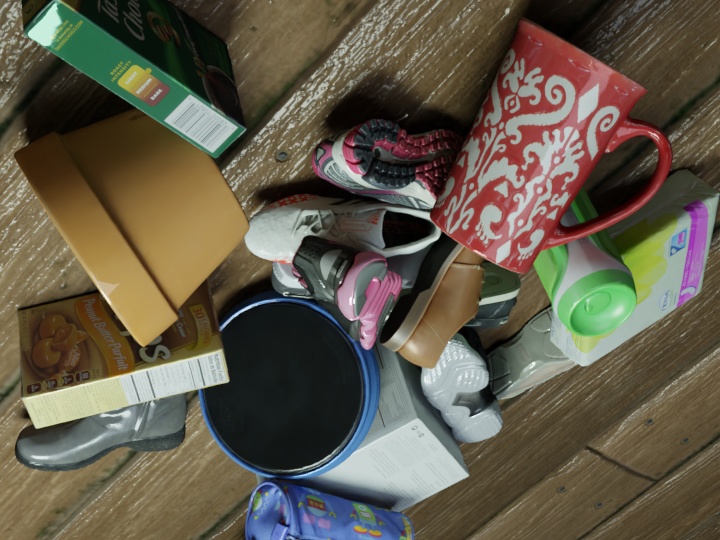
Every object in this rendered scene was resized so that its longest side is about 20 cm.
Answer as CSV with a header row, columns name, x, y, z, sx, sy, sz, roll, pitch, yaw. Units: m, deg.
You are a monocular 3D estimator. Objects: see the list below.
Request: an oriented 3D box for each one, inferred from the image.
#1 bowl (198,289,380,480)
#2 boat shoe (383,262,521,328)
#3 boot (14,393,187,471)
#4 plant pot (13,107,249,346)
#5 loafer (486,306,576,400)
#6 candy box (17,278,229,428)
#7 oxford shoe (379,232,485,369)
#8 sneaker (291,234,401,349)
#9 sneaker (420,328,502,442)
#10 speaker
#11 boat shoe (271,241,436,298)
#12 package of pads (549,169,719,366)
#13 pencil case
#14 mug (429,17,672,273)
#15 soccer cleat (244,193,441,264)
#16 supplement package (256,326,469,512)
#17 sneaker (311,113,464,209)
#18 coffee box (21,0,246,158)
name,x,y,z,sx,sy,sz,roll,pitch,yaw
bowl,-0.079,0.121,1.284,0.199,0.203,0.039,-28,177,10
boat shoe,0.080,0.041,1.339,0.197,0.072,0.068,-5,136,-20
boot,-0.277,0.141,1.325,0.197,0.070,0.133,-10,135,-26
plant pot,-0.189,-0.055,1.067,0.139,0.200,0.201,-34,138,-7
loafer,0.222,0.096,1.461,0.199,0.073,0.063,-33,152,22
candy box,-0.239,0.076,1.224,0.197,0.116,0.056,-14,139,-6
oxford shoe,0.099,0.008,1.233,0.071,0.071,0.201,34,82,-13
sneaker,-0.018,0.014,1.179,0.094,0.080,0.200,23,166,14
sneaker,0.105,0.105,1.380,0.074,0.115,0.201,-19,140,7
speaker,0.204,-0.032,1.212,0.087,0.201,0.089,-10,137,-10
boat shoe,0.000,0.000,1.277,0.197,0.071,0.066,-7,157,-20
package of pads,0.298,0.000,1.338,0.198,0.068,0.156,-29,140,-22
pencil case,-0.031,0.283,1.312,0.198,0.087,0.079,21,104,-36
mug,0.170,-0.099,1.109,0.133,0.177,0.202,10,113,-56
soccer cleat,-0.014,-0.041,1.197,0.197,0.085,0.070,-1,91,-19
supplement package,-0.009,0.190,1.399,0.198,0.152,0.152,-29,138,10
sneaker,0.040,-0.102,1.185,0.074,0.082,0.198,-6,165,43
coffee box,-0.181,-0.185,0.975,0.044,0.124,0.199,-38,133,22
